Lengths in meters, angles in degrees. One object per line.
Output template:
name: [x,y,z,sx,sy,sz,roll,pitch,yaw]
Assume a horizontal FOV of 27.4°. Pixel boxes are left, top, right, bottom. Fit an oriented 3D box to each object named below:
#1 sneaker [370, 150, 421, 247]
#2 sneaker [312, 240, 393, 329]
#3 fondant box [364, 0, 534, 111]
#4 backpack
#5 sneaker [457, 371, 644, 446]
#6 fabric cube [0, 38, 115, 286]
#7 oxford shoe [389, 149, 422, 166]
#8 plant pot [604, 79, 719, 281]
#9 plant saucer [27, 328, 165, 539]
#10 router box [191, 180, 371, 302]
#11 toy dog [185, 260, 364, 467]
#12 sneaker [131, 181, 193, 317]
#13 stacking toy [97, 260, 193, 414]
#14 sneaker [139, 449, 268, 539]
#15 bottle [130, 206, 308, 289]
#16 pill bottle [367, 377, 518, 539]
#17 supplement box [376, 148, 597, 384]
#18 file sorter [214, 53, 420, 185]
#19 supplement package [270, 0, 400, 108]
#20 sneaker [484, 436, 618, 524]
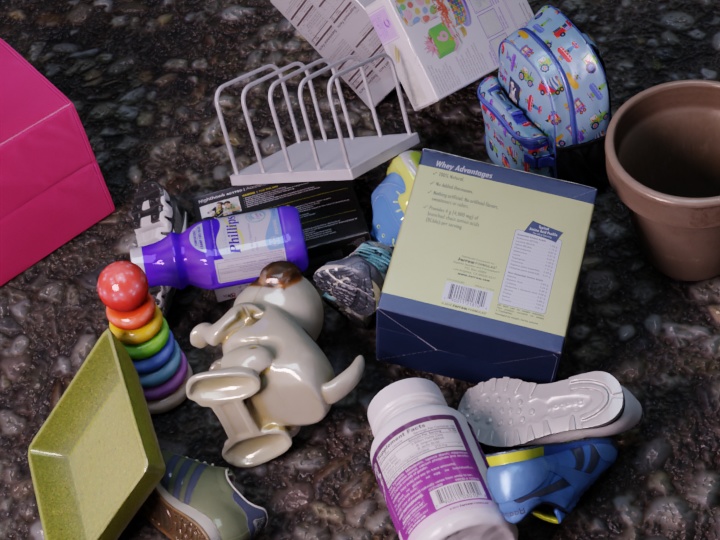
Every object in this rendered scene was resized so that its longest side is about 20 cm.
sneaker: [0.076,-0.039,1.756,0.105,0.076,0.201,-40,61,30]
sneaker: [0.000,0.000,1.628,0.077,0.200,0.087,32,80,2]
fondant box: [0.121,-0.307,1.842,0.200,0.145,0.058,-31,8,-32]
backpack: [0.224,-0.206,1.781,0.134,0.200,0.183,-23,48,-10]
sneaker: [0.195,0.154,1.542,0.199,0.080,0.077,-5,70,32]
fabric cube: [-0.459,-0.131,1.849,0.199,0.200,0.196,-37,52,-19]
oxford shoe: [0.122,-0.100,1.808,0.200,0.071,0.074,30,34,34]
plant pot: [0.375,-0.085,1.653,0.199,0.175,0.201,-6,46,6]
plant saucer: [-0.270,0.200,1.542,0.048,0.200,0.200,17,33,-35]
router box: [-0.096,-0.052,1.801,0.199,0.051,0.149,-15,44,-3]
toy dog: [-0.095,0.080,1.611,0.193,0.140,0.200,-23,35,18]
sneaker: [-0.233,-0.002,1.770,0.066,0.090,0.201,-14,64,36]
stacking toy: [-0.245,0.066,1.617,0.085,0.200,0.086,-6,46,6]
sneaker: [-0.174,0.233,1.549,0.090,0.067,0.200,-18,34,-33]
bottle: [-0.162,-0.020,1.693,0.199,0.065,0.084,-10,45,-4]
pill bottle: [0.074,0.207,1.483,0.112,0.113,0.200,-18,46,-6]
supplement box: [0.135,0.005,1.593,0.199,0.134,0.201,14,64,7]
file sorter: [-0.058,-0.186,1.798,0.199,0.125,0.139,1,23,40]
supplement package: [0.020,-0.353,1.931,0.200,0.151,0.152,47,61,-3]
sneaker: [0.193,0.208,1.458,0.066,0.200,0.079,-19,79,38]
